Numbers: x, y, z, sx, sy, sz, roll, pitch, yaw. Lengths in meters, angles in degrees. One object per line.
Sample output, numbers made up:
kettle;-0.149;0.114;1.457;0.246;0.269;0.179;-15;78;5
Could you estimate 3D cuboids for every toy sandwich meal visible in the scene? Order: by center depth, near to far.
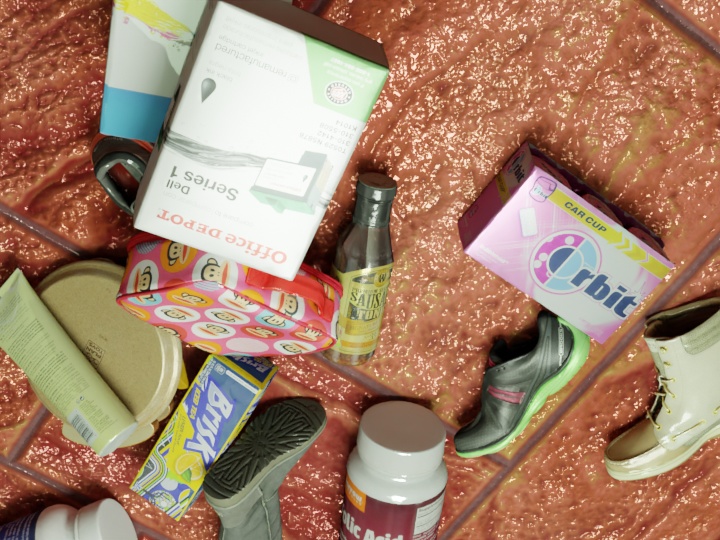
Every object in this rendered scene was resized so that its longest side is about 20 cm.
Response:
toy sandwich meal;-0.263;0.085;1.148;0.203;0.070;0.207;3;101;14

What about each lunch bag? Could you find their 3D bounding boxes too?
lunch bag;-0.113;0.023;1.049;0.175;0.083;0.199;-8;154;37

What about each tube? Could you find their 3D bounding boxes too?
tube;-0.304;0.095;1.102;0.200;0.058;0.052;47;154;7

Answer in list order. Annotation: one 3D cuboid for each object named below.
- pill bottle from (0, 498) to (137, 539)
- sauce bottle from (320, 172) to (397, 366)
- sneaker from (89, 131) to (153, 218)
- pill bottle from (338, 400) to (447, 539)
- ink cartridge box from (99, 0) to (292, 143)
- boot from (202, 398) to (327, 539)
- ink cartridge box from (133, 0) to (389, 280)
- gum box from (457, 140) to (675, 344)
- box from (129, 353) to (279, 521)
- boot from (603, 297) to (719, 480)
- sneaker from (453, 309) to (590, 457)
pill bottle;-0.361;0.336;1.249;0.199;0.120;0.120;-23;116;9
sauce bottle;0.000;0.000;1.118;0.065;0.066;0.202;6;119;-6
sneaker;-0.186;-0.053;1.072;0.199;0.082;0.077;36;110;-22
pill bottle;0.036;0.256;1.227;0.113;0.114;0.202;4;117;-5
ink cartridge box;-0.135;-0.224;0.948;0.145;0.147;0.202;9;118;-8
boot;-0.102;0.260;1.239;0.181;0.072;0.201;-36;138;-26
ink cartridge box;-0.083;-0.109;0.883;0.145;0.085;0.201;18;114;-16
gum box;0.212;-0.023;1.114;0.199;0.066;0.114;32;113;-18
box;-0.170;0.171;1.192;0.070;0.064;0.201;34;112;2
boot;0.334;0.130;1.199;0.199;0.072;0.155;-30;116;7
sneaker;0.164;0.122;1.196;0.084;0.077;0.200;38;108;-1
